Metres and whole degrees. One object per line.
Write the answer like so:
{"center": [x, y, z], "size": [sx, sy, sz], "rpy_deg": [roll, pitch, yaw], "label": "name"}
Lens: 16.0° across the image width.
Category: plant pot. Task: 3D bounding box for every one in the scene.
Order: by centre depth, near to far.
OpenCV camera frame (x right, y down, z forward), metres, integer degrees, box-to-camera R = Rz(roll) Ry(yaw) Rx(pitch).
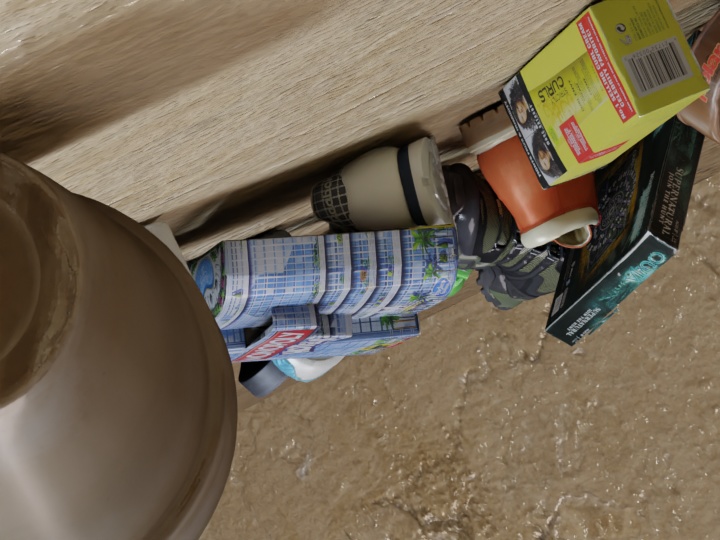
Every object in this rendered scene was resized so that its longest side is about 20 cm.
{"center": [-0.154, 0.035, 1.030], "size": [0.200, 0.200, 0.174], "rpy_deg": [-24, 159, -8], "label": "plant pot"}

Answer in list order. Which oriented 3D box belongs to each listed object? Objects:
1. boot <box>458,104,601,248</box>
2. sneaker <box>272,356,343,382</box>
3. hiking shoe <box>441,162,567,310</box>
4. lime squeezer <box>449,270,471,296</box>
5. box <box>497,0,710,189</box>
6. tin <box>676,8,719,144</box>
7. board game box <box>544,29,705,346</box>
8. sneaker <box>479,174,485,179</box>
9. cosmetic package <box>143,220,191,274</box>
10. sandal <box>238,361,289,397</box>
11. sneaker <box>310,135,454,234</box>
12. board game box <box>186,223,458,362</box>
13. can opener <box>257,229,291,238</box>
{"center": [0.133, -0.065, 1.784], "size": [0.075, 0.107, 0.200], "rpy_deg": [-28, 176, 21], "label": "boot"}
{"center": [0.000, 0.000, 1.876], "size": [0.200, 0.077, 0.081], "rpy_deg": [-49, -173, -33], "label": "sneaker"}
{"center": [0.116, -0.035, 1.849], "size": [0.101, 0.076, 0.200], "rpy_deg": [-14, 159, 16], "label": "hiking shoe"}
{"center": [0.077, -0.022, 1.961], "size": [0.200, 0.038, 0.071], "rpy_deg": [-50, -167, 45], "label": "lime squeezer"}
{"center": [0.142, -0.107, 1.530], "size": [0.050, 0.075, 0.200], "rpy_deg": [-23, 176, -16], "label": "box"}
{"center": [0.285, -0.141, 1.731], "size": [0.200, 0.042, 0.112], "rpy_deg": [-11, 128, -50], "label": "tin"}
{"center": [0.191, -0.058, 1.777], "size": [0.135, 0.028, 0.200], "rpy_deg": [-47, -161, 48], "label": "board game box"}
{"center": [0.104, -0.056, 2.102], "size": [0.200, 0.071, 0.076], "rpy_deg": [-20, -167, -17], "label": "sneaker"}
{"center": [-0.179, 0.041, 1.556], "size": [0.102, 0.074, 0.200], "rpy_deg": [-22, 177, -31], "label": "cosmetic package"}
{"center": [-0.070, 0.031, 1.973], "size": [0.076, 0.043, 0.200], "rpy_deg": [-44, -165, 10], "label": "sandal"}
{"center": [0.018, -0.046, 1.682], "size": [0.080, 0.076, 0.200], "rpy_deg": [-16, 170, 6], "label": "sneaker"}
{"center": [-0.060, 0.021, 1.631], "size": [0.200, 0.062, 0.200], "rpy_deg": [-5, 173, -17], "label": "board game box"}
{"center": [-0.118, 0.022, 1.776], "size": [0.200, 0.053, 0.066], "rpy_deg": [-22, 176, -36], "label": "can opener"}
